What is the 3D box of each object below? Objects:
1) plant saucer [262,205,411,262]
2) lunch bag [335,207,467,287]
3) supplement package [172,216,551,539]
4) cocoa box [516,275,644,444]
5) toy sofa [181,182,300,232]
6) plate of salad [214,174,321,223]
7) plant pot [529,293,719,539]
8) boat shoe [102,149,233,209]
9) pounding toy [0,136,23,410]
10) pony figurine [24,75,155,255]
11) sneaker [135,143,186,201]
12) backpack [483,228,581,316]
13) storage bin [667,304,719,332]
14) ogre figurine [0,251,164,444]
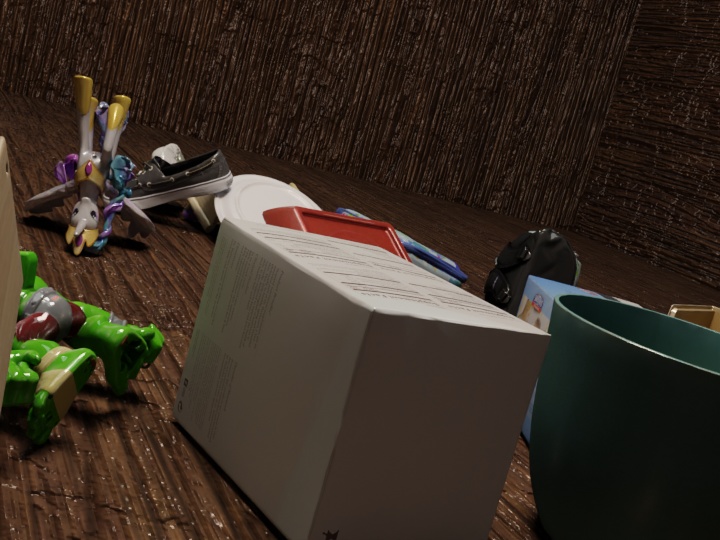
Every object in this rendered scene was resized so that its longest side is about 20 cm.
[{"bbox_3d":[0.000,0.000,1.160,0.197,0.037,0.201,8,41,-39],"label":"plant saucer"},{"bbox_3d":[0.046,-0.012,1.384,0.160,0.083,0.199,28,0,-35],"label":"lunch bag"},{"bbox_3d":[-0.008,0.073,0.662,0.149,0.154,0.199,9,11,-36],"label":"supplement package"},{"bbox_3d":[0.224,0.099,0.950,0.129,0.135,0.200,14,10,-5],"label":"cocoa box"},{"bbox_3d":[-0.180,-0.090,1.564,0.198,0.098,0.083,6,38,-46],"label":"toy sofa"},{"bbox_3d":[-0.129,-0.068,1.462,0.198,0.048,0.202,21,38,-17],"label":"plate of salad"},{"bbox_3d":[0.209,0.126,0.691,0.197,0.163,0.201,16,9,-3],"label":"plant pot"},{"bbox_3d":[-0.288,-0.138,1.433,0.197,0.067,0.070,-9,26,8],"label":"boat shoe"},{"bbox_3d":[-0.284,0.001,0.480,0.197,0.144,0.185,-2,34,-12],"label":"pounding toy"},{"bbox_3d":[-0.327,-0.114,1.189,0.164,0.204,0.193,7,-4,-11],"label":"pony figurine"},{"bbox_3d":[-0.321,-0.141,1.557,0.098,0.079,0.200,-15,-9,-6],"label":"sneaker"},{"bbox_3d":[0.248,0.020,1.433,0.152,0.165,0.200,22,1,-16],"label":"backpack"},{"bbox_3d":[0.585,0.129,1.496,0.198,0.095,0.197,24,12,38],"label":"storage bin"},{"bbox_3d":[-0.220,0.042,0.652,0.119,0.099,0.200,26,30,12],"label":"ogre figurine"}]
